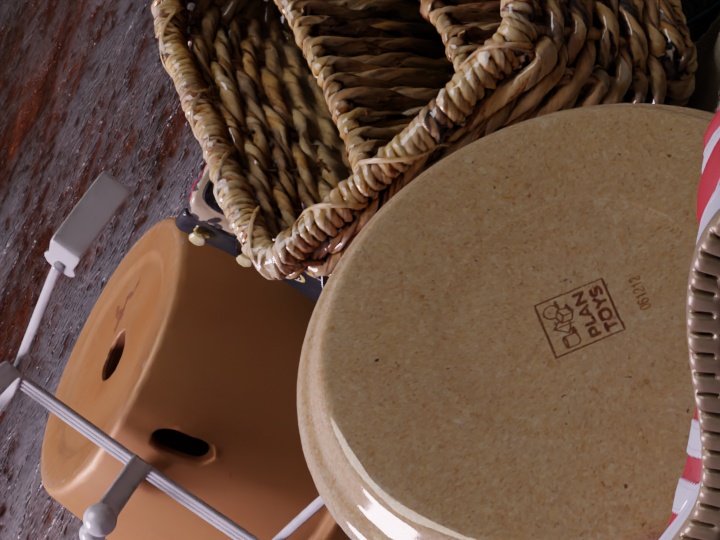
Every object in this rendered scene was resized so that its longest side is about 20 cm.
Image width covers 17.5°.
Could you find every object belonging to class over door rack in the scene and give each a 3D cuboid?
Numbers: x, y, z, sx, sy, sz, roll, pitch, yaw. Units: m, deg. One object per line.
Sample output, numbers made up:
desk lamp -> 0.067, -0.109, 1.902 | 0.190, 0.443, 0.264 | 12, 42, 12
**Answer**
over door rack -> -0.080, 0.066, 0.905 | 0.067, 0.148, 0.200 | -57, 2, -34

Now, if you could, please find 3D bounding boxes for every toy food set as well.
toy food set -> 0.077, 0.028, 0.748 | 0.198, 0.049, 0.200 | -35, 50, -6

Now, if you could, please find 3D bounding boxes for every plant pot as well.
plant pot -> -0.055, 0.066, 1.071 | 0.200, 0.140, 0.200 | -52, 23, 33

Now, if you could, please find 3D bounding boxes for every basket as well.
basket -> 0.020, -0.100, 0.891 | 0.200, 0.149, 0.143 | -112, 33, -49

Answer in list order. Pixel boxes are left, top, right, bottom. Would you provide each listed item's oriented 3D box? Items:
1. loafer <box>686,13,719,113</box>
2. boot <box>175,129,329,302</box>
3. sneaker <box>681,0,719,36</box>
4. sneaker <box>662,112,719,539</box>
loafer -> 0.156, -0.099, 0.831 | 0.200, 0.068, 0.076 | -46, 25, 42
boot -> 0.000, 0.000, 0.942 | 0.073, 0.150, 0.200 | -58, 5, 20
sneaker -> 0.113, -0.131, 1.011 | 0.200, 0.079, 0.096 | -84, 12, -58
sneaker -> 0.119, 0.035, 0.640 | 0.113, 0.071, 0.200 | -67, -18, -53
